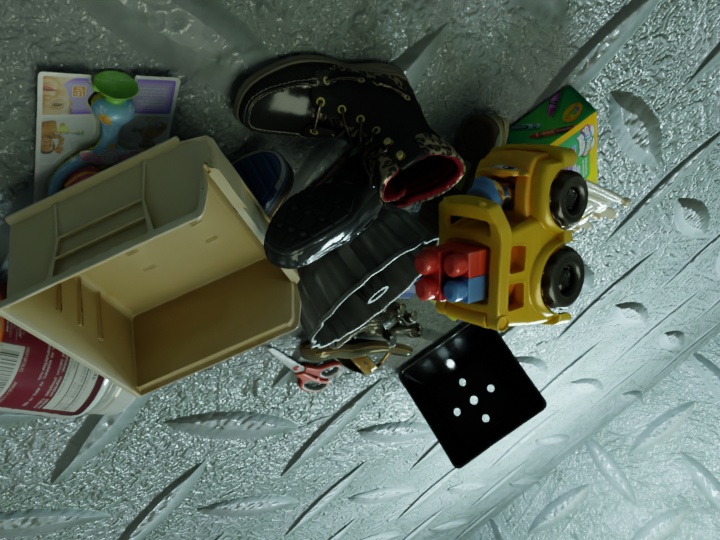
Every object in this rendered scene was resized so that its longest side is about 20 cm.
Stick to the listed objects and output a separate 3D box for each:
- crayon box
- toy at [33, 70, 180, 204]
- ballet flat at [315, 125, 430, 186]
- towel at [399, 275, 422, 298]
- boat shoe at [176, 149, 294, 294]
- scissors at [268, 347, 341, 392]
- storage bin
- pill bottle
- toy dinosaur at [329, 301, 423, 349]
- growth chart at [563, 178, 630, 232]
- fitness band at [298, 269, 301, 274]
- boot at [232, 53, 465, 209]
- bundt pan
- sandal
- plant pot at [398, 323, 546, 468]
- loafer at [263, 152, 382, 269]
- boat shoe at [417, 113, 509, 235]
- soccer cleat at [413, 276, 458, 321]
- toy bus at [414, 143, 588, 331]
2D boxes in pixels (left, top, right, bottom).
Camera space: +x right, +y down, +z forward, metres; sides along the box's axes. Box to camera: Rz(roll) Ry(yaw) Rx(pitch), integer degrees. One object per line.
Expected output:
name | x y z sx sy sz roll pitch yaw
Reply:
crayon box | 0.267 -0.146 0.972 0.118 0.059 0.201 -35 148 0
toy | -0.225 -0.078 0.617 0.113 0.048 0.202 -8 139 -33
ballet flat | 0.003 -0.101 0.792 0.199 0.070 0.071 -39 166 15
towel | 0.043 -0.009 0.980 0.197 0.024 0.148 3 133 -45
boat shoe | -0.129 -0.049 0.733 0.199 0.073 0.072 -40 154 28
scissors | -0.098 0.157 1.077 0.073 0.014 0.199 -43 149 16
storage bin | -0.173 0.004 0.624 0.195 0.095 0.201 -23 146 6
pill bottle | -0.315 0.082 0.682 0.114 0.115 0.199 -42 148 13
toy dinosaur | 0.032 0.070 1.028 0.198 0.101 0.079 -9 112 -53
growth chart | 0.254 -0.080 0.958 0.143 0.018 0.199 22 151 -30
fitness band | -0.132 0.029 0.856 0.199 0.038 0.143 -38 148 7
boot | -0.006 -0.129 0.653 0.196 0.152 0.074 -9 141 -34
bundt pan | 0.000 0.000 0.824 0.200 0.076 0.202 -36 165 -11
sandal | -0.007 0.133 1.060 0.197 0.079 0.056 2 90 -38
plant pot | 0.213 0.236 1.315 0.198 0.202 0.178 -34 159 1
loafer | -0.024 -0.049 0.671 0.201 0.067 0.072 -45 150 -49
boat shoe | 0.139 -0.105 0.898 0.075 0.072 0.202 -18 143 -48
soccer cleat | 0.136 0.036 1.038 0.065 0.084 0.200 -42 160 8
toy bus | 0.141 -0.035 0.765 0.189 0.135 0.205 -8 104 -36
